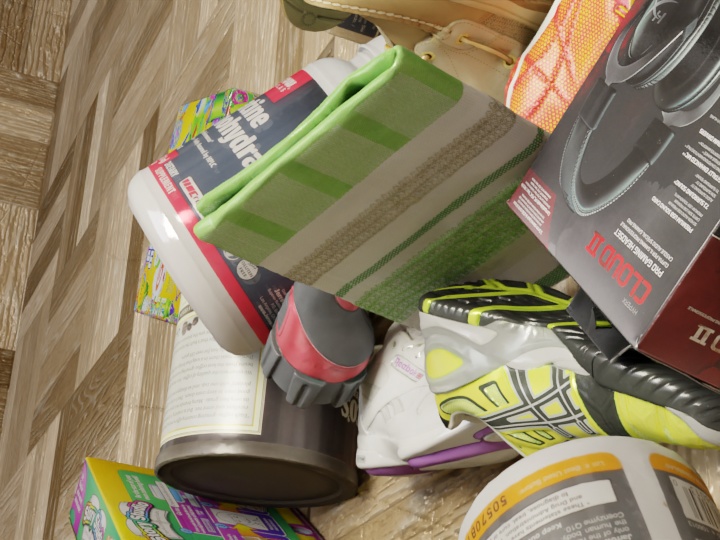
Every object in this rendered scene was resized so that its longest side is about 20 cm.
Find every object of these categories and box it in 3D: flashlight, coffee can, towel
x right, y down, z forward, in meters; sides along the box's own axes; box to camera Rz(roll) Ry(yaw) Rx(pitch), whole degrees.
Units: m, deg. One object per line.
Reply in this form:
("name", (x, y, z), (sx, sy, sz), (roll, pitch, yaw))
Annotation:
("flashlight", (0.000, 0.000, 0.777), (0.068, 0.068, 0.200), (49, 138, 19))
("coffee can", (-0.067, 0.060, 1.005), (0.146, 0.146, 0.201), (142, 137, -58))
("towel", (0.036, -0.032, 0.676), (0.149, 0.200, 0.031), (-37, 48, 29))

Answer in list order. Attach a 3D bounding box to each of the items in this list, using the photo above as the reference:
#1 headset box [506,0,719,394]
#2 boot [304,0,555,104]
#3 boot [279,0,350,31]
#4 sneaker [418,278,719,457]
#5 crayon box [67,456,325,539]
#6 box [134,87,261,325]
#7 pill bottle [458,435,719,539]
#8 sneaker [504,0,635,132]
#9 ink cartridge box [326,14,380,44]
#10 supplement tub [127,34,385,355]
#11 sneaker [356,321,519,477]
("headset box", (0.154, -0.052, 0.569), (0.200, 0.077, 0.149), (-57, 25, 15))
("boot", (0.037, -0.093, 0.771), (0.073, 0.200, 0.156), (37, 114, 46))
("boot", (-0.030, -0.282, 1.046), (0.176, 0.066, 0.200), (-67, 21, 12))
("sneaker", (0.110, 0.056, 0.642), (0.200, 0.075, 0.077), (15, 113, 50))
("crayon box", (-0.113, 0.207, 0.994), (0.200, 0.172, 0.058), (-152, 77, -69))
("box", (-0.105, -0.043, 1.200), (0.193, 0.122, 0.201), (-173, 95, -69))
("pill bottle", (0.111, 0.171, 0.525), (0.200, 0.116, 0.117), (-103, 33, -50))
("sneaker", (0.129, -0.116, 0.715), (0.077, 0.073, 0.200), (-135, 61, -70))
("ink cartridge box", (0.010, -0.291, 1.126), (0.200, 0.075, 0.165), (-115, 44, -59))
("supplement tub", (-0.037, -0.050, 0.889), (0.200, 0.141, 0.140), (-33, 24, -4))
("sneaker", (0.043, 0.069, 0.800), (0.200, 0.075, 0.100), (156, 112, -64))
